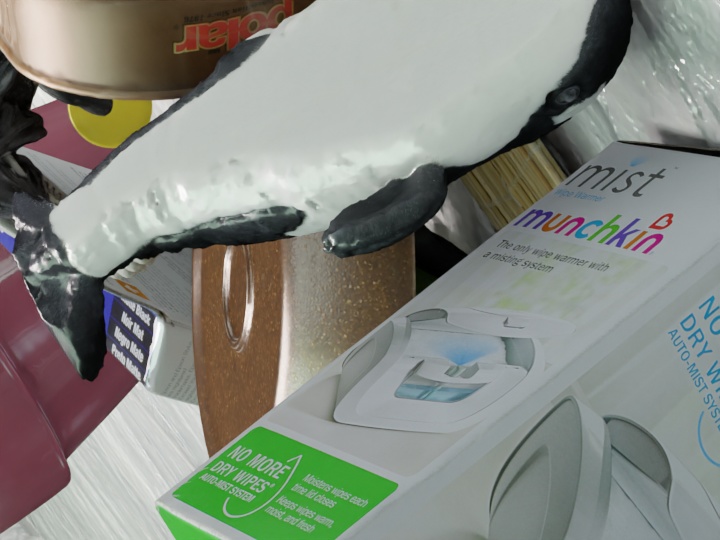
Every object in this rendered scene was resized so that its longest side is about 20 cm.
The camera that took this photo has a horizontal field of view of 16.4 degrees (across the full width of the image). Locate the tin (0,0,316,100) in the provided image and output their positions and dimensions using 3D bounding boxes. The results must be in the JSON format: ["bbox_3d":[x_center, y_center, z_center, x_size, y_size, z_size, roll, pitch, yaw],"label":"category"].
[{"bbox_3d":[-0.075,-0.109,0.815,0.200,0.112,0.042,-134,31,-55],"label":"tin"}]

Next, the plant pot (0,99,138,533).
[{"bbox_3d":[-0.176,0.006,1.288,0.200,0.179,0.200,49,165,18],"label":"plant pot"}]

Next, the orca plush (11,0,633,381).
[{"bbox_3d":[-0.001,-0.026,0.712,0.071,0.200,0.105,36,-157,-45],"label":"orca plush"}]

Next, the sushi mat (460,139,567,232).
[{"bbox_3d":[0.050,-0.030,0.815,0.200,0.012,0.096,55,166,2],"label":"sushi mat"}]

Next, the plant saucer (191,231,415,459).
[{"bbox_3d":[-0.026,0.006,0.834,0.200,0.037,0.201,-179,90,-75],"label":"plant saucer"}]

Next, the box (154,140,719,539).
[{"bbox_3d":[0.074,0.096,0.690,0.097,0.176,0.200,16,139,61],"label":"box"}]

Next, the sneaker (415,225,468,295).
[{"bbox_3d":[0.049,0.059,0.897,0.200,0.074,0.087,52,166,13],"label":"sneaker"}]

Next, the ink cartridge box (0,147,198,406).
[{"bbox_3d":[-0.098,0.003,1.103,0.200,0.041,0.200,21,-168,-41],"label":"ink cartridge box"}]

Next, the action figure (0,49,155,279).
[{"bbox_3d":[-0.100,-0.063,0.886,0.102,0.200,0.119,27,129,-1],"label":"action figure"}]

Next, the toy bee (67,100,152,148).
[{"bbox_3d":[-0.139,-0.101,1.073,0.131,0.109,0.200,48,164,18],"label":"toy bee"}]
